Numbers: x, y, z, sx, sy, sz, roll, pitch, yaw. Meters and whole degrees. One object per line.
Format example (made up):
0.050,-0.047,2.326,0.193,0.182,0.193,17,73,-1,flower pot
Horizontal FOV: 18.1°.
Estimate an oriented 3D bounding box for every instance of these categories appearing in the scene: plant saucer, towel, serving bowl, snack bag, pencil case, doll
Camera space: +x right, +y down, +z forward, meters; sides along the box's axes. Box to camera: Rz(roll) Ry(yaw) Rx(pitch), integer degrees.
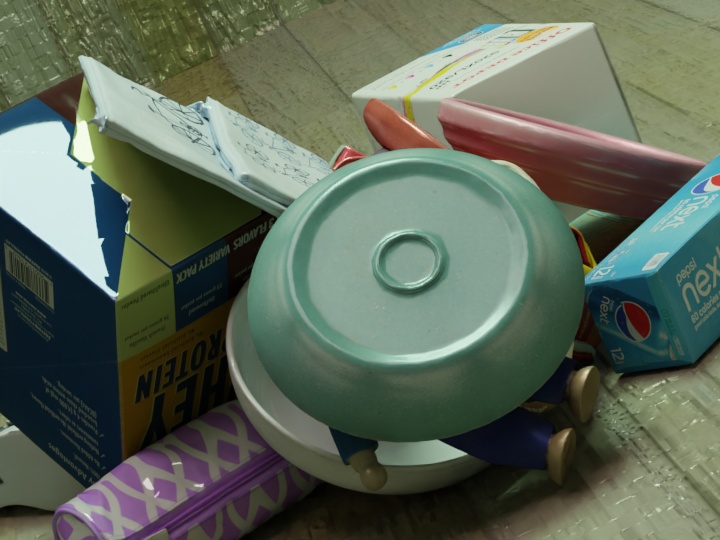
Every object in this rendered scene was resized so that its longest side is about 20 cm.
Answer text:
0.030,0.003,1.308,0.199,0.036,0.201,-4,57,6,plant saucer
0.199,-0.033,1.681,0.200,0.022,0.147,-32,15,-26,towel
0.014,0.067,1.410,0.199,0.066,0.201,4,45,-4,serving bowl
-0.088,-0.080,1.446,0.021,0.199,0.189,-61,18,11,snack bag
-0.100,0.139,1.428,0.200,0.084,0.085,-33,1,-30,pencil case
0.032,0.067,1.319,0.199,0.048,0.137,17,74,18,doll
0.149,-0.077,1.621,0.200,0.051,0.201,14,7,-2,plant saucer

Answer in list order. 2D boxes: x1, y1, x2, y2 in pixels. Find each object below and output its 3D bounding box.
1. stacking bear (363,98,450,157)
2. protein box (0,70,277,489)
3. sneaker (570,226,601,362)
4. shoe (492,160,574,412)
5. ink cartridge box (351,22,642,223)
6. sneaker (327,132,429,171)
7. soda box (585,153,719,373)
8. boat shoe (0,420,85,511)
0.000,0.000,1.555,0.200,0.121,0.114,-51,21,0,stacking bear
-0.168,0.016,1.493,0.135,0.200,0.198,-31,52,-32,protein box
0.127,0.003,1.531,0.073,0.077,0.200,18,8,-22,sneaker
0.101,-0.003,1.406,0.070,0.053,0.200,-2,47,-7,shoe
0.115,-0.110,1.844,0.147,0.145,0.200,-28,15,-18,ink cartridge box
-0.019,-0.046,1.678,0.200,0.087,0.074,-23,16,-20,sneaker
0.226,-0.012,1.464,0.064,0.068,0.200,-10,20,43,soda box
-0.245,0.142,1.706,0.200,0.072,0.068,-20,15,48,boat shoe
